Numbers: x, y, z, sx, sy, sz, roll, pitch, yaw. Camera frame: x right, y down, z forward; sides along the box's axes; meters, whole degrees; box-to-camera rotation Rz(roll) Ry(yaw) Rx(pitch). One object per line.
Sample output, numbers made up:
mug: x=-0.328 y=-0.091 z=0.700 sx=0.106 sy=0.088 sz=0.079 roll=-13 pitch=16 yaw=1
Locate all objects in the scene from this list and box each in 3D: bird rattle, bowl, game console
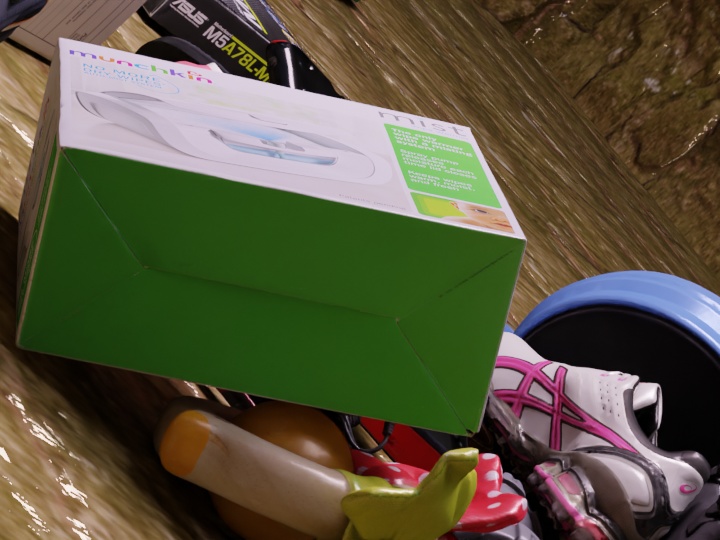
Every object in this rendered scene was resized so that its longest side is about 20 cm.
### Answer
bird rattle: x=-0.008 y=0.090 z=1.247 sx=0.163 sy=0.113 sz=0.200 roll=26 pitch=10 yaw=2
bowl: x=0.158 y=0.101 z=1.668 sx=0.201 sy=0.201 sz=0.039 roll=49 pitch=34 yaw=11
game console: x=0.000 y=0.000 z=1.521 sx=0.177 sy=0.031 sz=0.200 roll=44 pitch=30 yaw=-50

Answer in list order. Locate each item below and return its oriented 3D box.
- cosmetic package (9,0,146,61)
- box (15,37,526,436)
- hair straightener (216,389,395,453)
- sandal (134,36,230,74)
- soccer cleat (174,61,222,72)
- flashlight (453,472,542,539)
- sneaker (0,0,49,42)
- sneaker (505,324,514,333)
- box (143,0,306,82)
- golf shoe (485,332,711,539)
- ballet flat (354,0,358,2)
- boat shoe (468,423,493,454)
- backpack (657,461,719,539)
cosmetic package: x=-0.187 y=-0.190 z=1.575 sx=0.073 sy=0.104 sz=0.200 roll=51 pitch=9 yaw=24
box: x=-0.045 y=-0.016 z=1.273 sx=0.200 sy=0.097 sz=0.176 roll=12 pitch=18 yaw=-9
hair straightener: x=-0.008 y=0.075 z=1.381 sx=0.200 sy=0.077 sz=0.041 roll=49 pitch=-4 yaw=24
sandal: x=-0.090 y=-0.075 z=1.619 sx=0.200 sy=0.048 sz=0.075 roll=36 pitch=-47 yaw=50
soccer cleat: x=-0.072 y=-0.015 z=1.531 sx=0.200 sy=0.076 sz=0.067 roll=64 pitch=-18 yaw=3
flashlight: x=0.066 y=0.145 z=1.468 sx=0.068 sy=0.068 sz=0.200 roll=13 pitch=3 yaw=5
sneaker: x=-0.200 y=-0.140 z=1.397 sx=0.078 sy=0.079 sz=0.200 roll=48 pitch=11 yaw=-2
sneaker: x=0.076 y=0.065 z=1.763 sx=0.200 sy=0.077 sz=0.111 roll=45 pitch=3 yaw=10
box: x=-0.125 y=-0.212 z=2.097 sx=0.193 sy=0.048 sz=0.200 roll=39 pitch=12 yaw=-51
golf shoe: x=0.122 y=0.088 z=1.593 sx=0.073 sy=0.092 sz=0.200 roll=59 pitch=-3 yaw=-36
ballet flat: x=-0.011 y=-0.314 z=2.920 sx=0.068 sy=0.072 sz=0.200 roll=48 pitch=9 yaw=11
boat shoe: x=0.018 y=0.041 z=1.644 sx=0.200 sy=0.068 sz=0.072 roll=43 pitch=9 yaw=-28
backpack: x=0.217 y=0.222 z=1.543 sx=0.200 sy=0.151 sz=0.178 roll=43 pitch=11 yaw=-4
